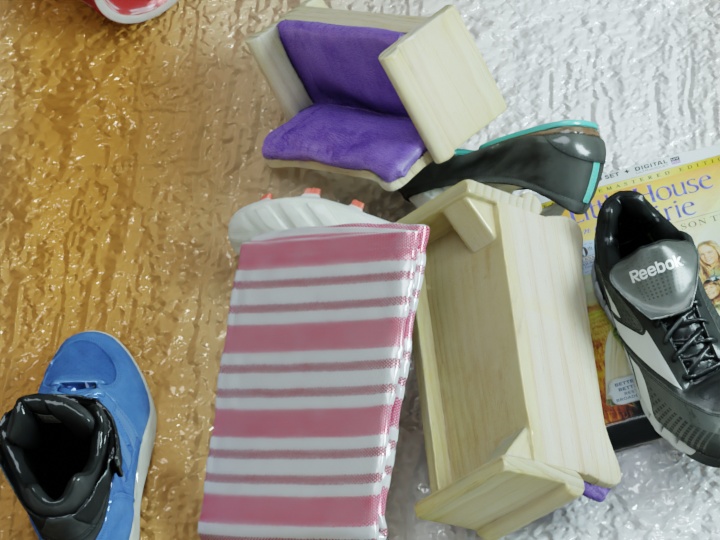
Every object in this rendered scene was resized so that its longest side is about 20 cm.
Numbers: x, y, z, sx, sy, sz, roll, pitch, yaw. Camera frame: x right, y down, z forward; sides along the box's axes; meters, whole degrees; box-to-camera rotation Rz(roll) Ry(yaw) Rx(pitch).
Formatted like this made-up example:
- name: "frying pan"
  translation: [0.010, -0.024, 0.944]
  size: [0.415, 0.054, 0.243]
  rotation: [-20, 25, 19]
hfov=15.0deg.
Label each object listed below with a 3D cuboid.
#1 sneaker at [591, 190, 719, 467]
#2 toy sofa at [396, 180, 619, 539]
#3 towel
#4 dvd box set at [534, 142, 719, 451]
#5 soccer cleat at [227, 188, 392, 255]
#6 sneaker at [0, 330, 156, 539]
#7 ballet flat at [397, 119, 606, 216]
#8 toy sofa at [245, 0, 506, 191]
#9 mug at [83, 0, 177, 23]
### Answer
- name: "sneaker"
  translation: [0.184, 0.029, 1.628]
  size: [0.066, 0.091, 0.201]
  rotation: [-21, 49, -3]
- name: "toy sofa"
  translation: [0.083, 0.055, 1.649]
  size: [0.083, 0.097, 0.201]
  rotation: [-32, 55, 40]
- name: "towel"
  translation: [-0.026, 0.071, 1.656]
  size: [0.146, 0.030, 0.201]
  rotation: [-3, 74, 42]
- name: "dvd box set"
  translation: [0.194, 0.014, 1.721]
  size: [0.145, 0.029, 0.201]
  rotation: [-15, 48, 2]
- name: "soccer cleat"
  translation: [0.000, 0.000, 1.761]
  size: [0.199, 0.069, 0.078]
  rotation: [11, 56, 19]
- name: "sneaker"
  translation: [-0.176, 0.093, 1.694]
  size: [0.076, 0.112, 0.201]
  rotation: [-8, 48, 8]
- name: "ballet flat"
  translation: [0.078, -0.054, 1.766]
  size: [0.200, 0.068, 0.069]
  rotation: [-5, 82, 52]
- name: "toy sofa"
  translation: [-0.004, -0.121, 1.801]
  size: [0.097, 0.083, 0.200]
  rotation: [-37, 23, -20]
- name: "mug"
  translation: [-0.195, -0.291, 2.023]
  size: [0.177, 0.134, 0.200]
  rotation: [-37, 54, -15]
